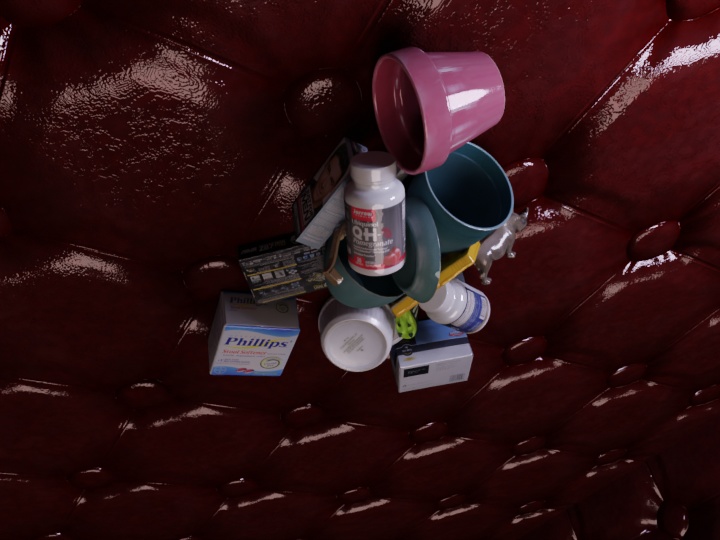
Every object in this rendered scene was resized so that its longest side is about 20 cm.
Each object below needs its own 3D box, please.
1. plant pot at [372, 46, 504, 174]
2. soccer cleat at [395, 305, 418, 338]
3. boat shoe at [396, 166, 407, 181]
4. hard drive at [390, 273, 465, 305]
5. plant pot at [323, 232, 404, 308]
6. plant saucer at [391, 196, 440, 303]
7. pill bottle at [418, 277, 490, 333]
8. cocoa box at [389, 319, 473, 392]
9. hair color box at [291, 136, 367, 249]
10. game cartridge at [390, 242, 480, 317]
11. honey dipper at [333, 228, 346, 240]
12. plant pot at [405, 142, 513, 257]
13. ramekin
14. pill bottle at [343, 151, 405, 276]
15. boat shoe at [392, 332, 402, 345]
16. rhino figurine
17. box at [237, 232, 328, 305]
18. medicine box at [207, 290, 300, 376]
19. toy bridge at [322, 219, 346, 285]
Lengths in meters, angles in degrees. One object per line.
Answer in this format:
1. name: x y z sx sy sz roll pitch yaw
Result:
1. plant pot: 0.138 -0.285 1.141 0.176 0.201 0.202 -19 143 -17
2. soccer cleat: 0.109 0.065 1.582 0.066 0.081 0.204 5 120 10
3. boat shoe: 0.050 -0.187 1.333 0.200 0.057 0.066 -44 168 36
4. hard drive: 0.146 0.017 1.609 0.196 0.033 0.140 -20 140 6
5. plant pot: 0.000 0.000 1.411 0.197 0.203 0.135 12 143 -28
6. plant saucer: 0.092 -0.037 1.278 0.035 0.202 0.202 -7 141 -19
7. pill bottle: 0.215 0.077 1.571 0.110 0.113 0.199 -34 148 24
8. cocoa box: 0.181 0.219 1.780 0.196 0.133 0.135 -9 141 -6
9. hair color box: -0.057 -0.147 1.301 0.060 0.100 0.200 19 130 -32
10. game cartridge: 0.161 0.010 1.403 0.199 0.176 0.033 -35 94 21
11. honey dipper: 0.018 -0.090 1.367 0.198 0.038 0.038 -22 153 -43
12. plant pot: 0.171 -0.122 1.339 0.196 0.204 0.188 6 150 -23
13. ramekin: -0.009 0.154 1.623 0.198 0.095 0.206 1 123 2
14. pill bottle: 0.026 -0.102 1.196 0.108 0.111 0.204 -8 121 -7
15. boat shoe: 0.031 0.160 1.710 0.197 0.075 0.067 -23 141 11
16. rhino figurine: 0.315 -0.069 1.490 0.200 0.059 0.088 -47 133 -14
17. box: -0.155 -0.008 1.477 0.196 0.050 0.163 -15 138 0
18. medicine box: -0.257 0.154 1.594 0.179 0.104 0.201 5 138 -21
19. toy bridge: -0.010 -0.068 1.294 0.067 0.201 0.027 46 156 -21
